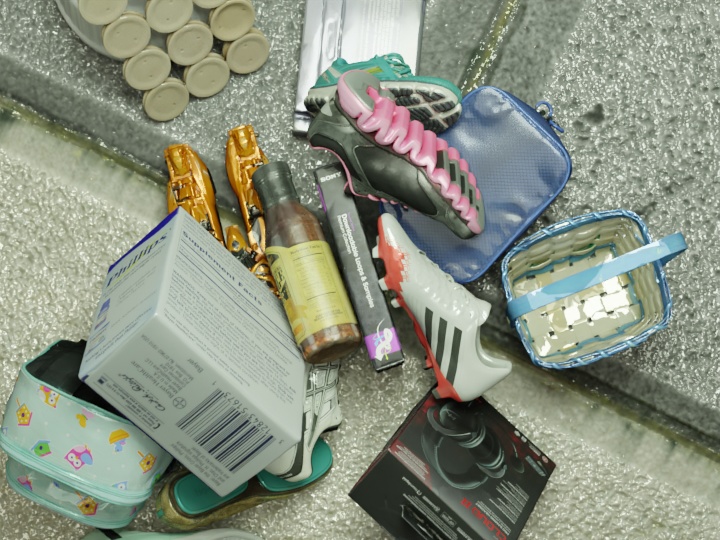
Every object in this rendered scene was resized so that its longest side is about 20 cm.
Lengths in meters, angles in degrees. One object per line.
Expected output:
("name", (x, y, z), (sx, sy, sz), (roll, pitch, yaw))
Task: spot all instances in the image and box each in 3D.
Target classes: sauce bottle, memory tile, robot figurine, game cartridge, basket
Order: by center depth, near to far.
("basket", (0.217, 0.018, 1.346), (0.174, 0.200, 0.141), (-19, 85, -4))
("sauce bottle", (-0.058, -0.010, 1.351), (0.065, 0.066, 0.202), (-20, 69, -3))
("memory tile", (-0.182, -0.246, 1.382), (0.152, 0.201, 0.017), (-31, 52, -2))
("robot figurine", (-0.132, -0.040, 1.418), (0.143, 0.058, 0.203), (-16, 85, 0))
("game cartridge", (0.001, -0.235, 1.454), (0.128, 0.038, 0.203), (7, 84, -4))

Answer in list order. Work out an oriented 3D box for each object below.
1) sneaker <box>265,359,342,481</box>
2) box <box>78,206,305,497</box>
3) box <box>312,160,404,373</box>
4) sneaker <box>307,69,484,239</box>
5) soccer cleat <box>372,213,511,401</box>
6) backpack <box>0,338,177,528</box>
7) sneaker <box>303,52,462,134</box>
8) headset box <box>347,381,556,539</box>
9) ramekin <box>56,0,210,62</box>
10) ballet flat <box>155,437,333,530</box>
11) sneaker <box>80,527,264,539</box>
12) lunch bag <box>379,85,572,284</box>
("sneaker", (-0.052, 0.120, 1.391), (0.087, 0.075, 0.201), (40, 60, -22))
("box", (-0.150, 0.073, 1.289), (0.105, 0.201, 0.184), (-38, 113, 20))
("box", (0.000, 0.000, 1.373), (0.036, 0.143, 0.203), (-18, 85, 0))
("sneaker", (0.032, -0.093, 1.292), (0.200, 0.079, 0.095), (42, 117, -15))
("soccer cleat", (0.077, 0.030, 1.316), (0.084, 0.069, 0.202), (-22, 101, 14))
("backpack", (-0.257, 0.156, 1.324), (0.174, 0.200, 0.155), (25, 89, 1))
("sneaker", (0.023, -0.181, 1.353), (0.078, 0.199, 0.080), (45, 67, -39))
("headset box", (0.089, 0.206, 1.326), (0.149, 0.200, 0.077), (42, 120, 4))
("ramekin", (-0.228, -0.323, 1.427), (0.199, 0.094, 0.206), (0, 85, -1))
("ballet flat", (-0.119, 0.210, 1.378), (0.198, 0.070, 0.072), (-14, 83, -38))
("sneaker", (-0.186, 0.283, 1.379), (0.198, 0.118, 0.075), (8, 91, -36))
("lunch bag", (0.123, -0.092, 1.389), (0.136, 0.132, 0.200), (45, 98, 3))
